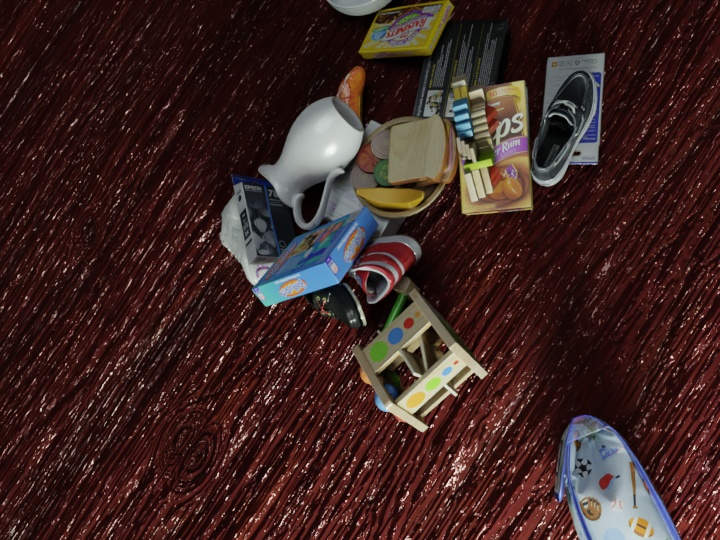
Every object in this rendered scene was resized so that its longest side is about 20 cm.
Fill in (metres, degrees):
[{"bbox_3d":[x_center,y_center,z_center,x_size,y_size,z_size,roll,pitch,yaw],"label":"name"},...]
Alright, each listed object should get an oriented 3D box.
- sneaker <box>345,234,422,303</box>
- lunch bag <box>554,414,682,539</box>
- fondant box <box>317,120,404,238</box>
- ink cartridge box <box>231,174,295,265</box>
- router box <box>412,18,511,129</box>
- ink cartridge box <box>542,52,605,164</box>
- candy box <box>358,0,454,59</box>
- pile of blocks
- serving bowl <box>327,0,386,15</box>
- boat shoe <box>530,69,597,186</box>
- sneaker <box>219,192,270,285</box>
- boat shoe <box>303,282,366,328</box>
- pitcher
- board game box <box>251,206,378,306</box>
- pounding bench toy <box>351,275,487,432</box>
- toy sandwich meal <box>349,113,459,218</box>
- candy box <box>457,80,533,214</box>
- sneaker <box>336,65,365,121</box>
[{"bbox_3d":[0.000,0.000,0.975,0.198,0.072,0.113,-10,29,46],"label":"sneaker"},{"bbox_3d":[0.316,0.290,0.747,0.122,0.170,0.204,-22,68,10],"label":"lunch bag"},{"bbox_3d":[0.031,-0.154,1.065,0.143,0.058,0.203,30,88,28],"label":"fondant box"},{"bbox_3d":[-0.183,-0.105,1.116,0.039,0.098,0.204,-40,59,43],"label":"ink cartridge box"},{"bbox_3d":[0.185,-0.354,1.061,0.146,0.051,0.205,9,80,25],"label":"router box"},{"bbox_3d":[0.355,-0.265,0.974,0.093,0.037,0.205,3,73,23],"label":"ink cartridge box"},{"bbox_3d":[0.083,-0.460,1.116,0.198,0.026,0.104,20,85,49],"label":"candy box"},{"bbox_3d":[0.186,-0.213,0.906,0.061,0.082,0.205,-11,88,23],"label":"pile of blocks"},{"bbox_3d":[0.015,-0.610,1.204,0.196,0.066,0.205,-8,69,21],"label":"serving bowl"},{"bbox_3d":[0.321,-0.238,0.923,0.071,0.068,0.203,23,84,27],"label":"boat shoe"},{"bbox_3d":[-0.226,-0.052,1.147,0.099,0.074,0.204,-33,63,32],"label":"sneaker"},{"bbox_3d":[-0.048,0.053,0.982,0.062,0.075,0.201,-23,26,-17],"label":"boat shoe"},{"bbox_3d":[-0.076,-0.190,1.041,0.199,0.120,0.173,-41,70,26],"label":"pitcher"},{"bbox_3d":[-0.078,-0.022,0.988,0.198,0.045,0.153,-17,29,44],"label":"board game box"},{"bbox_3d":[0.069,0.124,0.923,0.156,0.124,0.201,-42,45,7],"label":"pounding bench toy"},{"bbox_3d":[0.068,-0.184,0.984,0.201,0.070,0.210,-7,72,22],"label":"toy sandwich meal"},{"bbox_3d":[0.223,-0.200,0.966,0.114,0.056,0.205,-4,90,22],"label":"candy box"},{"bbox_3d":[-0.018,-0.295,1.131,0.076,0.073,0.205,16,89,14],"label":"sneaker"}]
